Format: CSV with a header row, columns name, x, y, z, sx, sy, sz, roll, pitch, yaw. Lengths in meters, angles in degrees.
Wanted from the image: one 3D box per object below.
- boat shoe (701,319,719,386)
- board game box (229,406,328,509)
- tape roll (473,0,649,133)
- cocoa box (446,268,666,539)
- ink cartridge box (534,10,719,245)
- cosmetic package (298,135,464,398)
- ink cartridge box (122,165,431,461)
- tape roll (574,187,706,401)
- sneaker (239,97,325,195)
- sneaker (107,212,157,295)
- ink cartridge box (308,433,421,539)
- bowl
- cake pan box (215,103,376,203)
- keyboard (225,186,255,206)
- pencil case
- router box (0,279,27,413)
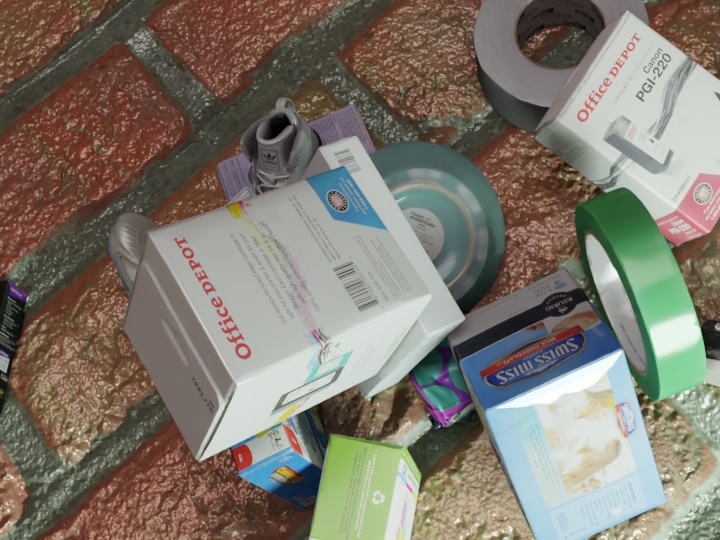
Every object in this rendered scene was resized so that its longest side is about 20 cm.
name,x,y,z,sx,sy,sz,roll,pitch,yaw
boat shoe,0.426,0.096,0.992,0.197,0.074,0.061,12,75,25
board game box,-0.096,0.122,1.015,0.055,0.200,0.198,-26,66,3
tape roll,0.230,-0.260,1.176,0.196,0.066,0.204,-4,67,10
cocoa box,0.180,0.132,0.936,0.132,0.202,0.132,-24,33,2
ink cartridge box,0.304,-0.147,1.064,0.199,0.085,0.147,35,81,-1
cosmetic package,0.000,0.000,0.966,0.051,0.151,0.202,-20,73,-34
ink cartridge box,-0.075,0.034,0.866,0.198,0.147,0.148,-21,68,-33
tape roll,0.265,0.022,0.980,0.047,0.201,0.203,-21,66,3
sneaker,-0.098,-0.083,1.090,0.074,0.115,0.203,13,72,16
sneaker,-0.224,0.028,1.161,0.071,0.073,0.202,-24,75,-30
ink cartridge box,-0.002,0.274,0.964,0.074,0.148,0.203,7,71,13
bowl,0.059,-0.032,1.054,0.197,0.105,0.205,0,95,0
cake pan box,-0.051,-0.069,1.165,0.182,0.052,0.202,-25,66,3
keyboard,-0.083,0.000,1.077,0.056,0.201,0.011,-40,34,-4
pencil case,0.150,0.089,1.041,0.197,0.086,0.093,-24,50,2
router box,-0.503,0.088,1.192,0.196,0.051,0.152,1,67,12
